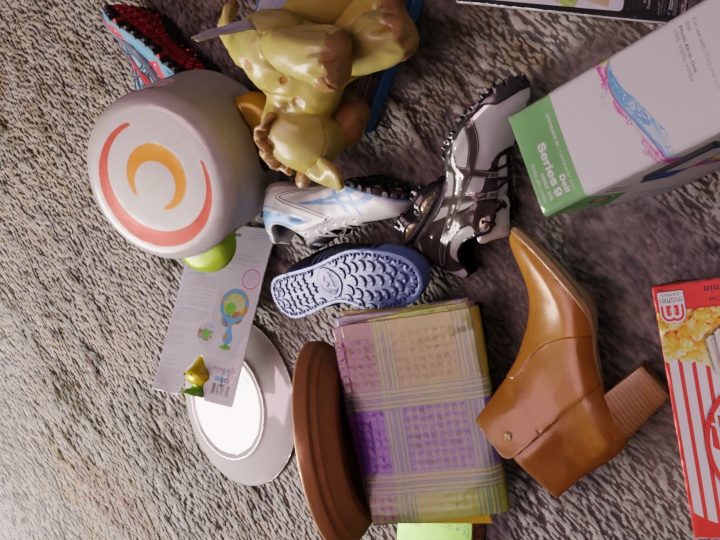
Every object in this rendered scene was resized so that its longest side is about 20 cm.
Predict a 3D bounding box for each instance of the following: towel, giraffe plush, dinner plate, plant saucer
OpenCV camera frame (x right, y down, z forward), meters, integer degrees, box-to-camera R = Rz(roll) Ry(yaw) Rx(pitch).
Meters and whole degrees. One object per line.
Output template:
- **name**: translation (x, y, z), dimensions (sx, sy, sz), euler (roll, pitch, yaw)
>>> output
- **towel**: translation (0.056, 0.126, 0.962), dimensions (0.143, 0.023, 0.201), euler (-10, 91, 22)
- **giraffe plush**: translation (-0.045, -0.165, 0.994), dimensions (0.173, 0.199, 0.163), euler (-110, 9, -55)
- **dinner plate**: translation (-0.149, 0.155, 1.243), dimensions (0.199, 0.024, 0.202), euler (7, 101, 41)
- **plant saucer**: translation (-0.017, 0.165, 1.022), dimensions (0.037, 0.200, 0.201), euler (-11, 89, 14)

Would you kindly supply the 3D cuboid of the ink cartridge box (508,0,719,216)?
- **ink cartridge box**: translation (0.230, -0.116, 0.747), dimensions (0.200, 0.145, 0.088), euler (-30, 76, 50)

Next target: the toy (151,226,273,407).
- **toy**: translation (-0.157, 0.049, 1.200), dimensions (0.115, 0.047, 0.201), euler (8, 76, 30)

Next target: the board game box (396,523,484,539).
- **board game box**: translation (0.077, 0.306, 1.051), dimensions (0.095, 0.030, 0.201), euler (10, 100, 42)

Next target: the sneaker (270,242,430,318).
- **sneaker**: translation (0.000, 0.000, 1.038), dimensions (0.199, 0.078, 0.070), euler (-7, 110, 44)

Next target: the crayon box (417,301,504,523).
- **crayon box**: translation (0.064, 0.136, 1.006), dimensions (0.126, 0.051, 0.201), euler (-7, 91, 30)

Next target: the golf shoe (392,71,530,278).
- **golf shoe**: translation (0.112, -0.080, 0.939), dimensions (0.094, 0.078, 0.200), euler (43, 130, 18)

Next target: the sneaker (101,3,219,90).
- **sneaker**: translation (-0.249, -0.236, 1.240), dimensions (0.200, 0.079, 0.096), euler (47, 126, 28)

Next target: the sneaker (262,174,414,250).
- **sneaker**: translation (-0.021, -0.058, 1.060), dimensions (0.199, 0.072, 0.073), euler (0, 98, 45)

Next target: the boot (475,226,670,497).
- **boot**: translation (0.148, 0.079, 0.899), dimensions (0.144, 0.071, 0.202), euler (-42, 74, 16)

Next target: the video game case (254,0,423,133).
- **video game case**: translation (-0.033, -0.251, 1.079), dimensions (0.200, 0.018, 0.144), euler (41, 121, 32)

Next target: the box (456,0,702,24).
- **box**: translation (0.187, -0.225, 0.813), dimensions (0.199, 0.116, 0.061), euler (18, 111, 38)

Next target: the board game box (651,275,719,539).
- **board game box**: translation (0.311, 0.099, 0.790), dimensions (0.151, 0.046, 0.201), euler (-11, 89, 43)

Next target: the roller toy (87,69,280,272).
- **roller toy**: translation (-0.184, -0.119, 1.137), dimensions (0.182, 0.140, 0.201), euler (28, 121, 11)
